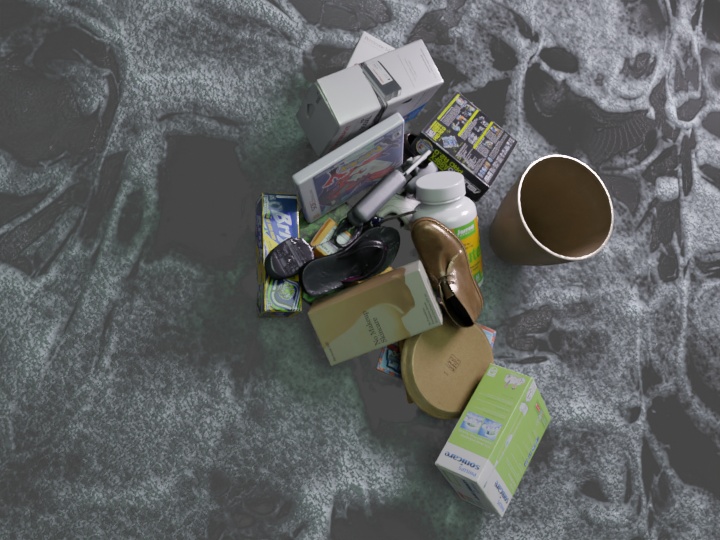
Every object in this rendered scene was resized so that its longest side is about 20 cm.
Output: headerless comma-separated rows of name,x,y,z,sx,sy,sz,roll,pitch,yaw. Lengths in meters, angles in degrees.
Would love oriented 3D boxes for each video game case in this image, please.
video game case,-0.015,-0.165,1.238,0.199,0.182,0.023,-33,76,-7

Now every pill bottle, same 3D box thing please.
pill bottle,0.149,-0.063,1.286,0.111,0.111,0.201,-22,118,-22

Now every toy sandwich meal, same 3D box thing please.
toy sandwich meal,0.141,0.155,1.284,0.204,0.070,0.206,3,82,-24

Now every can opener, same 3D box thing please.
can opener,0.063,-0.135,1.268,0.067,0.053,0.200,48,63,-9

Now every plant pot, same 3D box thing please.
plant pot,0.321,-0.084,1.348,0.186,0.200,0.188,4,75,-16

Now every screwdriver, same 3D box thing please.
screwdriver,0.044,-0.090,1.253,0.028,0.200,0.029,13,75,-24

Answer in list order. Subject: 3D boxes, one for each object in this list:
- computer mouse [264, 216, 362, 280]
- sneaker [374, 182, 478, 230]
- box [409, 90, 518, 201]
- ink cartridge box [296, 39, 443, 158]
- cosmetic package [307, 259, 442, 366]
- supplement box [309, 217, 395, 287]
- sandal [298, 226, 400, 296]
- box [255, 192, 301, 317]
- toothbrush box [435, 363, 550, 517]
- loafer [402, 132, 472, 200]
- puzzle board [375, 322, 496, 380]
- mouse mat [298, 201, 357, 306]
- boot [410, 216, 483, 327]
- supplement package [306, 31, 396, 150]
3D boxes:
computer mouse,-0.076,-0.040,1.221,0.199,0.034,0.059,-28,91,-31
sneaker,0.116,-0.104,1.362,0.199,0.075,0.081,16,79,-5
box,0.197,-0.235,1.387,0.160,0.044,0.200,38,43,-2
ink cartridge box,0.012,-0.274,1.198,0.199,0.145,0.085,-26,86,-20
cosmetic package,0.025,0.069,1.218,0.199,0.071,0.106,-23,101,11
supplement box,0.000,0.000,1.285,0.200,0.067,0.069,41,71,-2
sandal,-0.006,-0.011,1.211,0.200,0.048,0.076,-28,109,-27
box,-0.139,-0.025,1.245,0.064,0.070,0.201,1,78,-19
toothbrush box,0.227,0.283,1.243,0.200,0.086,0.146,-58,139,-22
loafer,0.152,-0.195,1.396,0.199,0.063,0.072,27,69,-10
puzzle board,0.140,0.141,1.328,0.199,0.017,0.151,23,70,-11
mouse mat,-0.060,-0.036,1.315,0.161,0.008,0.200,36,69,-6
boot,0.143,0.004,1.217,0.201,0.073,0.076,58,27,-16
supplement package,0.004,-0.301,1.345,0.121,0.120,0.201,26,69,-9
